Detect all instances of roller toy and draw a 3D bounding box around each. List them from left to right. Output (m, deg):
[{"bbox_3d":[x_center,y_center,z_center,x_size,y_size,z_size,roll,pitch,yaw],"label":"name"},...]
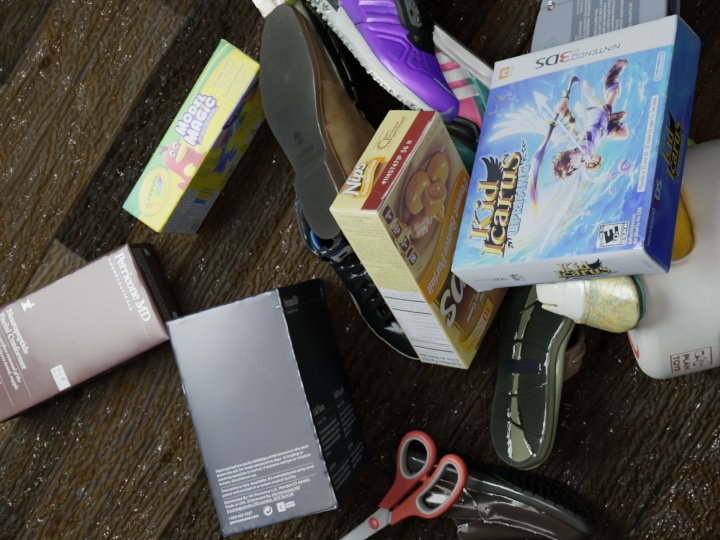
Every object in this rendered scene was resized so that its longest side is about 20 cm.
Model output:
[{"bbox_3d":[0.272,-0.007,1.007,0.137,0.200,0.185,-15,102,8],"label":"roller toy"}]

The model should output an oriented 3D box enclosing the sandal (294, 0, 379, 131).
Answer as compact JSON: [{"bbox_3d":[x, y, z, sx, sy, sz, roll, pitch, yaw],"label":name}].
[{"bbox_3d":[-0.025,-0.154,1.102,0.057,0.080,0.204,-20,89,21],"label":"sandal"}]

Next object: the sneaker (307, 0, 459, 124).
[{"bbox_3d":[0.032,-0.220,1.022,0.099,0.069,0.201,-43,74,12],"label":"sneaker"}]

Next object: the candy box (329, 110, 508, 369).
[{"bbox_3d":[0.059,-0.024,1.021,0.055,0.201,0.116,6,53,38],"label":"candy box"}]

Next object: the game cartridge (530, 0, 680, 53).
[{"bbox_3d":[0.210,-0.182,1.036,0.132,0.040,0.203,-6,67,33],"label":"game cartridge"}]

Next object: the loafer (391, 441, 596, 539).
[{"bbox_3d":[0.118,0.218,1.100,0.197,0.073,0.073,17,98,16],"label":"loafer"}]

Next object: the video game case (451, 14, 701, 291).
[{"bbox_3d":[0.170,-0.090,0.951,0.180,0.045,0.203,-8,61,44],"label":"video game case"}]

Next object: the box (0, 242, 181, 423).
[{"bbox_3d":[-0.277,0.061,1.143,0.198,0.075,0.101,-26,88,6],"label":"box"}]

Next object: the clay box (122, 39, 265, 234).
[{"bbox_3d":[-0.133,-0.130,1.095,0.047,0.115,0.202,32,95,6],"label":"clay box"}]

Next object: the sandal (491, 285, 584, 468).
[{"bbox_3d":[0.167,0.079,1.083,0.079,0.057,0.204,7,81,48],"label":"sandal"}]

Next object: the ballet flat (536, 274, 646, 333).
[{"bbox_3d":[0.166,0.003,0.987,0.069,0.200,0.072,-5,112,-12],"label":"ballet flat"}]

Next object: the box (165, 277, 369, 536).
[{"bbox_3d":[-0.075,0.112,1.053,0.102,0.200,0.185,-15,89,8],"label":"box"}]

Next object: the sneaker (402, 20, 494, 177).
[{"bbox_3d":[0.053,-0.153,1.090,0.199,0.084,0.121,38,87,4],"label":"sneaker"}]

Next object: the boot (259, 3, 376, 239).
[{"bbox_3d":[-0.030,-0.130,1.020,0.073,0.075,0.203,-20,86,51],"label":"boot"}]

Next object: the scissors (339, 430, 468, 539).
[{"bbox_3d":[0.025,0.231,1.093,0.073,0.014,0.201,43,114,19],"label":"scissors"}]

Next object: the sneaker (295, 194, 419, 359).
[{"bbox_3d":[0.000,0.000,1.080,0.073,0.112,0.202,-34,85,16],"label":"sneaker"}]

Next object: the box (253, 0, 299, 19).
[{"bbox_3d":[-0.025,-0.318,1.108,0.199,0.050,0.076,-36,87,7],"label":"box"}]
